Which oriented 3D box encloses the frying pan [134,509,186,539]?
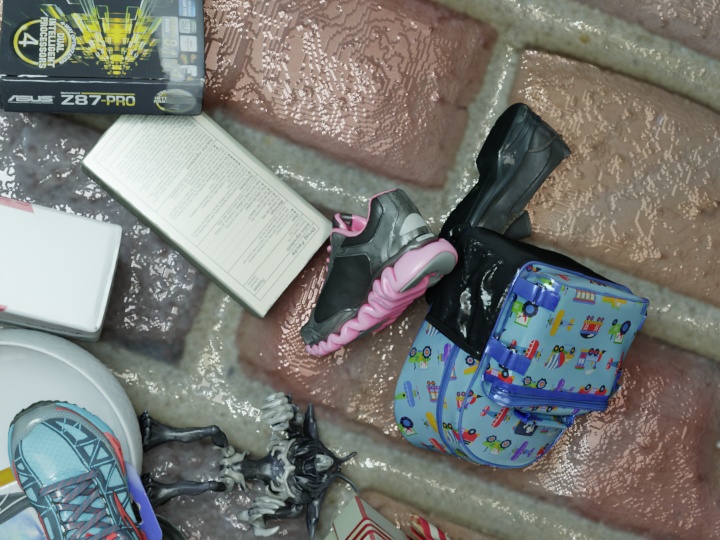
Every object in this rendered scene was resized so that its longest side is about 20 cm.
[{"bbox_3d":[-0.165,0.275,1.130,0.189,0.031,0.116,25,86,-13],"label":"frying pan"}]

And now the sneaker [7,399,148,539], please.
[{"bbox_3d":[-0.189,0.186,0.952,0.079,0.095,0.201,-27,109,-11],"label":"sneaker"}]

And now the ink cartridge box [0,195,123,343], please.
[{"bbox_3d":[-0.267,-0.001,1.034,0.144,0.200,0.084,13,82,-10],"label":"ink cartridge box"}]

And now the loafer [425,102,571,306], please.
[{"bbox_3d":[0.124,-0.048,1.176,0.072,0.073,0.201,30,85,-13],"label":"loafer"}]

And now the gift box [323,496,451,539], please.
[{"bbox_3d":[0.031,0.316,1.097,0.200,0.185,0.187,39,92,-15],"label":"gift box"}]

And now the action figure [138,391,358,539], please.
[{"bbox_3d":[-0.086,0.166,1.109,0.198,0.102,0.120,3,78,-17],"label":"action figure"}]

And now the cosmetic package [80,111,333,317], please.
[{"bbox_3d":[-0.131,-0.062,1.125,0.200,0.073,0.104,42,81,-8],"label":"cosmetic package"}]

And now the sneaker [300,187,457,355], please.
[{"bbox_3d":[0.000,0.000,1.103,0.079,0.200,0.096,-25,78,-42],"label":"sneaker"}]

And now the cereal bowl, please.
[{"bbox_3d":[-0.271,0.138,1.073,0.198,0.083,0.202,1,107,3],"label":"cereal bowl"}]

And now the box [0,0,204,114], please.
[{"bbox_3d":[-0.210,-0.221,1.078,0.160,0.049,0.201,2,60,-11],"label":"box"}]

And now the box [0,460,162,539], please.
[{"bbox_3d":[-0.257,0.212,1.011,0.199,0.041,0.120,-22,108,-11],"label":"box"}]

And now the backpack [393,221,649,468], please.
[{"bbox_3d":[0.129,0.082,1.118,0.182,0.134,0.201,16,101,-42],"label":"backpack"}]
